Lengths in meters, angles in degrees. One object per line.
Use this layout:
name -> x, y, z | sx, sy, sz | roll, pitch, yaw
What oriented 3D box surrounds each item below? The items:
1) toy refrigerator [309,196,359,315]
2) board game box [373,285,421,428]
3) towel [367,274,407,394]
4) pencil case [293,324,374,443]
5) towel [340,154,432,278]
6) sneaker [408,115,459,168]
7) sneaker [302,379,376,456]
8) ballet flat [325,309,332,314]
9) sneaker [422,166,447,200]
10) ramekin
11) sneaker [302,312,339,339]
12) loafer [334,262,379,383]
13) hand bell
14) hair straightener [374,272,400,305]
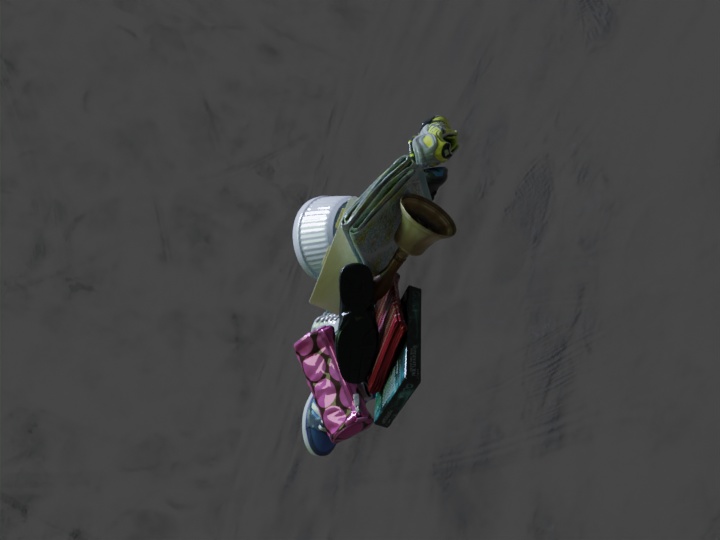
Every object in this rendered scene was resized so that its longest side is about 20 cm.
toy refrigerator -> -0.026, -0.028, 1.404 | 0.076, 0.070, 0.200 | -53, -14, -79
board game box -> 0.063, 0.141, 1.300 | 0.200, 0.028, 0.135 | -84, 16, -45
towel -> 0.040, 0.102, 1.339 | 0.200, 0.022, 0.145 | -93, 22, -65
pencil case -> -0.045, 0.190, 1.355 | 0.200, 0.091, 0.094 | 63, 158, 23
towel -> 0.049, -0.083, 1.323 | 0.171, 0.048, 0.200 | -47, -29, -12
sneaker -> 0.144, -0.228, 1.419 | 0.200, 0.076, 0.075 | -61, -37, -57
sneaker -> -0.034, 0.247, 1.434 | 0.146, 0.081, 0.200 | -6, 69, 60
ballet flat -> -0.024, 0.100, 1.616 | 0.200, 0.074, 0.074 | 53, -126, -80
sneaker -> 0.112, -0.134, 1.456 | 0.200, 0.073, 0.082 | 144, 115, -67
ramekin -> -0.042, -0.072, 1.741 | 0.105, 0.200, 0.200 | -6, 61, 42
sneaker -> -0.055, 0.112, 1.491 | 0.073, 0.071, 0.200 | -28, -11, -45
loafer -> -0.004, 0.087, 1.312 | 0.072, 0.073, 0.200 | -84, -2, -88
hand bell -> 0.060, -0.018, 1.297 | 0.200, 0.104, 0.104 | -56, 18, 30
hair straightener -> 0.052, 0.056, 1.496 | 0.200, 0.041, 0.077 | -68, 16, -7
